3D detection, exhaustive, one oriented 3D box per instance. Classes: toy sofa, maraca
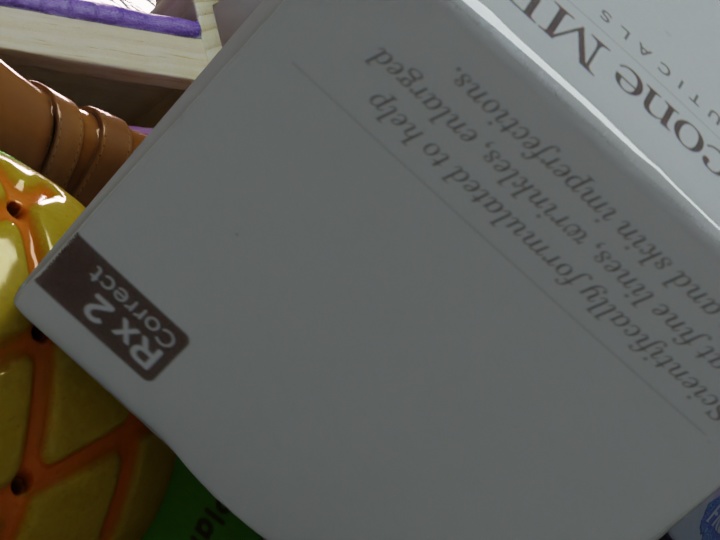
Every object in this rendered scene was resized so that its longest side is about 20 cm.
[{"bbox_3d":[-0.148,-0.085,0.966,0.199,0.083,0.098,6,59,-39],"label":"toy sofa"},{"bbox_3d":[-0.100,0.042,0.780,0.200,0.107,0.138,40,58,-22],"label":"maraca"}]

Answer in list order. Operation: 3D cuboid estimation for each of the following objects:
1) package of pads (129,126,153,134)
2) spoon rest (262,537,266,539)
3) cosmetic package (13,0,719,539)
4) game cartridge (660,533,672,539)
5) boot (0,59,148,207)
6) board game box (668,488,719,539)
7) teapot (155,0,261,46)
[{"bbox_3d":[0.000,0.000,0.981,0.120,0.076,0.199,14,4,36],"label":"package of pads"},{"bbox_3d":[-0.012,0.093,0.775,0.060,0.100,0.200,-4,23,32],"label":"spoon rest"},{"bbox_3d":[0.044,-0.031,0.754,0.165,0.165,0.200,41,36,-6],"label":"cosmetic package"},{"bbox_3d":[0.126,0.083,0.959,0.199,0.040,0.134,-17,67,-50],"label":"game cartridge"},{"bbox_3d":[-0.116,-0.046,0.834,0.155,0.200,0.077,15,36,-29],"label":"boot"},{"bbox_3d":[0.191,0.138,0.834,0.199,0.041,0.200,37,6,-13],"label":"board game box"},{"bbox_3d":[0.018,-0.121,1.143,0.197,0.147,0.200,29,-3,31],"label":"teapot"}]
